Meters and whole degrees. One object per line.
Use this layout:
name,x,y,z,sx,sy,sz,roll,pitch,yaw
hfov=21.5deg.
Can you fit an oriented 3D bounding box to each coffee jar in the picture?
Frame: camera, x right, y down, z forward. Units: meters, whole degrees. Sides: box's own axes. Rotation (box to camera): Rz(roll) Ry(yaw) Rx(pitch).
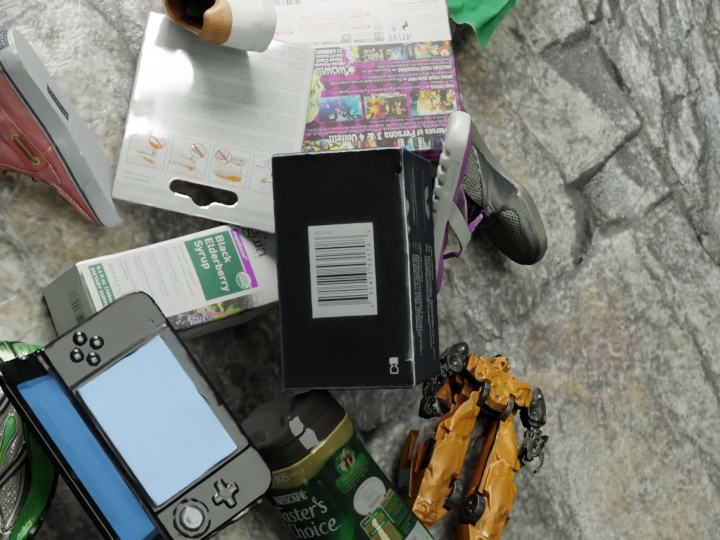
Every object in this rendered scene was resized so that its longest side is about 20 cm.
coffee jar,-0.022,0.196,1.630,0.085,0.104,0.201,-44,105,-36

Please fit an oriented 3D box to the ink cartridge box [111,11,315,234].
ink cartridge box,-0.131,-0.125,1.702,0.159,0.047,0.201,12,62,-8

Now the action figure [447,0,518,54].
action figure,0.131,-0.302,1.981,0.118,0.055,0.200,53,45,-3

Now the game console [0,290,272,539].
game console,-0.170,0.124,1.472,0.175,0.116,0.201,-34,89,-27

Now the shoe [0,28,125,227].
shoe,-0.284,-0.105,1.618,0.201,0.091,0.072,59,10,-31

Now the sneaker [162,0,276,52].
sneaker,-0.148,-0.269,1.723,0.084,0.073,0.200,1,34,-30

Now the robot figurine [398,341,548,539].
robot figurine,0.100,0.167,1.768,0.145,0.058,0.201,32,57,-20

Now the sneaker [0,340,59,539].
sneaker,-0.287,0.149,1.514,0.085,0.078,0.201,15,54,-21

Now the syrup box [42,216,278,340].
syrup box,-0.162,0.019,1.636,0.199,0.081,0.079,-16,82,-36

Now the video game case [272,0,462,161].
video game case,-0.008,-0.187,1.802,0.198,0.036,0.183,-5,71,-8

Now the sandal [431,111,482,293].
sandal,0.089,-0.051,1.767,0.049,0.204,0.083,10,39,2

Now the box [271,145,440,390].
box,0.000,0.000,1.639,0.117,0.200,0.198,-3,89,9

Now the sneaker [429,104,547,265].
sneaker,0.093,-0.073,1.852,0.114,0.076,0.200,-36,90,-36

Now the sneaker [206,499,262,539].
sneaker,-0.174,0.203,1.563,0.200,0.074,0.089,-32,91,-48
